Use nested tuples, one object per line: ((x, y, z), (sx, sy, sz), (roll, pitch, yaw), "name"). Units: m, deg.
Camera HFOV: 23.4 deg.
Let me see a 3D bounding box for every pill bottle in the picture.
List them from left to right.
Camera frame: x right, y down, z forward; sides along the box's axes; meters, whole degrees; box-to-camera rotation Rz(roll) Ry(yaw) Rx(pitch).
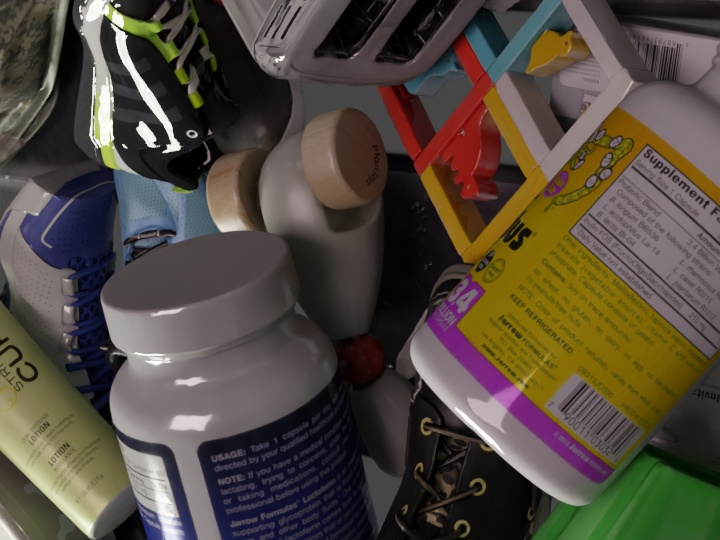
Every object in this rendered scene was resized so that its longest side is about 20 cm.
((-0.059, 0.089, 0.865), (0.115, 0.116, 0.201), (3, 117, 35), "pill bottle")
((0.120, -0.006, 0.725), (0.104, 0.104, 0.200), (43, 95, 20), "pill bottle")

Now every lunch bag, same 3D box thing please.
((-0.257, -0.158, 1.027), (0.164, 0.117, 0.200), (55, 153, 16), "lunch bag")

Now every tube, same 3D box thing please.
((-0.202, 0.067, 0.990), (0.200, 0.058, 0.052), (44, 141, 15), "tube")

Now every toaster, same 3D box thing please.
((0.003, -0.178, 0.812), (0.200, 0.113, 0.129), (-50, 53, 40), "toaster")

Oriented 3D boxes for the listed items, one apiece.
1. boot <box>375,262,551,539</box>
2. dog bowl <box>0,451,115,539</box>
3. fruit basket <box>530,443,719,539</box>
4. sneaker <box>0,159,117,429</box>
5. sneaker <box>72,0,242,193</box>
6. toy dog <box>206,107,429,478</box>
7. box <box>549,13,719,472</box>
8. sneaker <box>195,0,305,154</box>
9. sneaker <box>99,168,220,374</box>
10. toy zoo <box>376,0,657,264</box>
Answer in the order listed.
((0.036, 0.114, 0.818), (0.073, 0.154, 0.204), (17, 133, 24), "boot")
((-0.231, 0.151, 1.073), (0.200, 0.059, 0.201), (27, 139, 26), "dog bowl")
((0.150, 0.195, 0.763), (0.215, 0.156, 0.217), (0, 94, -6), "fruit basket")
((-0.165, 0.038, 1.039), (0.115, 0.080, 0.200), (38, 126, 19), "sneaker")
((-0.091, -0.108, 0.870), (0.083, 0.072, 0.200), (28, 151, 6), "sneaker")
((0.000, 0.000, 0.917), (0.131, 0.096, 0.201), (11, 121, 30), "toy dog")
((0.156, -0.012, 0.817), (0.155, 0.041, 0.201), (14, 107, 33), "box")
((-0.111, -0.132, 0.954), (0.200, 0.082, 0.077), (53, 124, 15), "sneaker")
((-0.103, 0.022, 0.976), (0.078, 0.090, 0.201), (-13, 91, 36), "sneaker")
((0.067, -0.092, 0.830), (0.131, 0.020, 0.200), (-50, 50, 35), "toy zoo")
